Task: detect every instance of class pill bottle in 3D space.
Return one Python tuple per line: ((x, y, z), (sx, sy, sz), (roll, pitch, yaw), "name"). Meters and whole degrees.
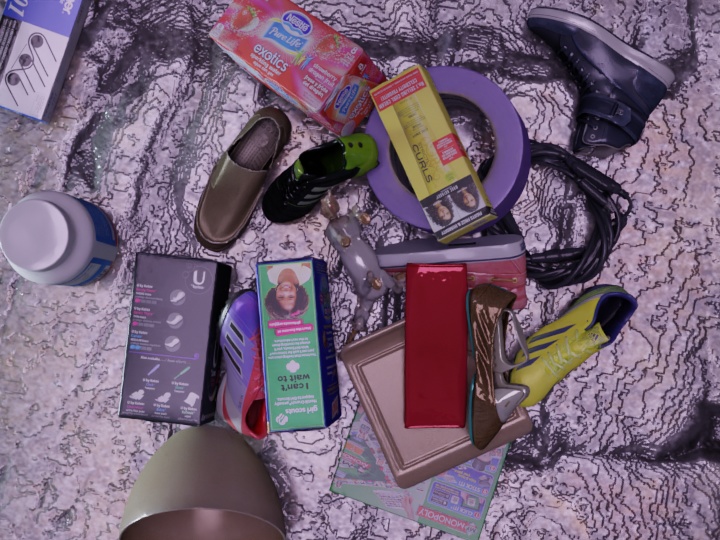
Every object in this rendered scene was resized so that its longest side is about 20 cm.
((-0.367, -0.038, 1.542), (0.111, 0.200, 0.113), (0, 87, 1), "pill bottle")

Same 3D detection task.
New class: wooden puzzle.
((0.093, 0.146, 1.570), (0.184, 0.037, 0.201), (-24, 99, 1), "wooden puzzle")

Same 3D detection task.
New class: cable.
((0.231, -0.074, 1.607), (0.199, 0.051, 0.164), (32, 98, 11), "cable")

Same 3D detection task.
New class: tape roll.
((0.108, -0.145, 1.571), (0.198, 0.085, 0.202), (-1, 86, 14), "tape roll")

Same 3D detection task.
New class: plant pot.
((-0.188, 0.269, 1.547), (0.198, 0.201, 0.135), (-2, 56, 1), "plant pot")

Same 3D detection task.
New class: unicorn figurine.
((0.000, 0.000, 1.561), (0.073, 0.137, 0.202), (-14, 90, -16), "unicorn figurine")

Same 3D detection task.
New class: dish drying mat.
((0.091, 0.091, 1.535), (0.076, 0.018, 0.202), (0, 99, -3), "dish drying mat")

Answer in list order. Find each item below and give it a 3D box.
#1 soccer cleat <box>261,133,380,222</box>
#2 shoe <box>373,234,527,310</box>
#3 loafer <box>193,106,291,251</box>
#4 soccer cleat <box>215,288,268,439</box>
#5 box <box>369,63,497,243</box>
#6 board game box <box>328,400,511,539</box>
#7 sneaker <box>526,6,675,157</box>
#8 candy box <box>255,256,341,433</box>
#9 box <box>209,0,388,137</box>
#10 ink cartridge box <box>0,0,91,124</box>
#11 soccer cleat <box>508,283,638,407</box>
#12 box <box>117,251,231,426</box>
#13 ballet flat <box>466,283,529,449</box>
((-0.064, -0.116, 1.560), (0.199, 0.081, 0.068), (-29, 72, 38), "soccer cleat")
((0.111, 0.010, 1.591), (0.198, 0.072, 0.092), (-4, 106, 14), "shoe")
((-0.154, -0.119, 1.605), (0.076, 0.067, 0.201), (25, 89, 2), "loafer")
((-0.134, 0.115, 1.550), (0.073, 0.068, 0.202), (33, 130, 35), "soccer cleat")
((0.086, -0.137, 1.507), (0.075, 0.050, 0.201), (-26, 80, 13), "box")
((0.075, 0.246, 1.605), (0.198, 0.029, 0.136), (20, 89, 2), "board game box")
((0.274, -0.230, 1.594), (0.201, 0.077, 0.147), (29, 86, 1), "sneaker")
((-0.074, 0.089, 1.545), (0.076, 0.169, 0.202), (-6, 87, 4), "candy box")
((-0.075, -0.259, 1.559), (0.200, 0.100, 0.096), (37, 90, 27), "box")
((-0.414, -0.299, 1.631), (0.093, 0.044, 0.202), (18, 88, 0), "ink cartridge box")
((0.259, 0.089, 1.555), (0.200, 0.084, 0.065), (-44, 112, -17), "soccer cleat")
((-0.227, 0.084, 1.572), (0.105, 0.122, 0.202), (6, 88, 2), "box")
((0.165, 0.116, 1.515), (0.072, 0.068, 0.202), (1, 93, 23), "ballet flat")
